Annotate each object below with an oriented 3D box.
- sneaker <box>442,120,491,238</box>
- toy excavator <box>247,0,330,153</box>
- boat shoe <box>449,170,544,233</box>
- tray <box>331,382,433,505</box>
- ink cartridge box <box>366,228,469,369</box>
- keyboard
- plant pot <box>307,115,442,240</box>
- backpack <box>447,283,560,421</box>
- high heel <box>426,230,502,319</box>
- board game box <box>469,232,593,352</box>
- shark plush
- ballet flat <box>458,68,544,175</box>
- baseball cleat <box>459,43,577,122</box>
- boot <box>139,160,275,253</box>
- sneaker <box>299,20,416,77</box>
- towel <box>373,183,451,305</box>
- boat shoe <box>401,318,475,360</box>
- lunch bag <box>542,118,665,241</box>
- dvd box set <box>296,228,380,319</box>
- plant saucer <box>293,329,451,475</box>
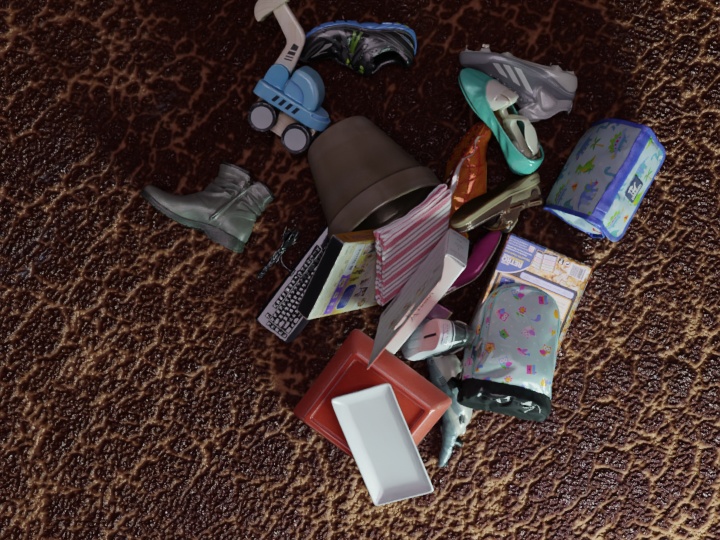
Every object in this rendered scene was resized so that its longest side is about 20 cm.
[{"bbox_3d":[0.178,-0.147,1.762,0.077,0.073,0.200,17,99,-16],"label":"sneaker"},{"bbox_3d":[-0.113,-0.318,1.719,0.194,0.100,0.200,33,107,-1],"label":"toy excavator"},{"bbox_3d":[0.226,-0.094,1.718,0.200,0.072,0.072,-30,103,-38],"label":"boat shoe"},{"bbox_3d":[0.037,0.279,1.730,0.107,0.022,0.200,-18,103,20],"label":"tray"},{"bbox_3d":[0.090,0.052,1.645,0.043,0.174,0.200,32,118,-9],"label":"ink cartridge box"},{"bbox_3d":[-0.107,0.009,1.791,0.127,0.021,0.200,37,91,0],"label":"keyboard"},{"bbox_3d":[0.005,-0.143,1.712,0.200,0.200,0.174,-34,74,2],"label":"plant pot"},{"bbox_3d":[0.240,0.122,1.669,0.166,0.127,0.201,14,74,-9],"label":"backpack"},{"bbox_3d":[0.147,-0.006,1.760,0.096,0.067,0.200,36,90,4],"label":"high heel"},{"bbox_3d":[0.274,0.057,1.766,0.151,0.046,0.200,23,92,1],"label":"board game box"},{"bbox_3d":[0.146,0.224,1.785,0.083,0.091,0.201,6,113,21],"label":"shark plush"},{"bbox_3d":[0.234,-0.246,1.708,0.067,0.070,0.200,-41,103,-40],"label":"ballet flat"},{"bbox_3d":[0.252,-0.300,1.746,0.199,0.070,0.107,13,92,2],"label":"baseball cleat"},{"bbox_3d":[-0.251,-0.126,1.776,0.200,0.068,0.131,28,87,-7],"label":"boot"},{"bbox_3d":[-0.007,-0.358,1.747,0.199,0.071,0.083,-1,74,-1],"label":"sneaker"},{"bbox_3d":[0.080,-0.039,1.687,0.146,0.200,0.030,-37,65,-20],"label":"towel"},{"bbox_3d":[0.121,0.113,1.704,0.071,0.200,0.072,11,85,-16],"label":"boat shoe"},{"bbox_3d":[0.387,-0.143,1.681,0.127,0.200,0.170,29,91,1],"label":"lunch bag"},{"bbox_3d":[0.000,0.000,1.684,0.029,0.200,0.147,41,120,27],"label":"dvd box set"},{"bbox_3d":[0.013,0.229,1.751,0.199,0.037,0.200,37,114,1],"label":"plant saucer"}]
